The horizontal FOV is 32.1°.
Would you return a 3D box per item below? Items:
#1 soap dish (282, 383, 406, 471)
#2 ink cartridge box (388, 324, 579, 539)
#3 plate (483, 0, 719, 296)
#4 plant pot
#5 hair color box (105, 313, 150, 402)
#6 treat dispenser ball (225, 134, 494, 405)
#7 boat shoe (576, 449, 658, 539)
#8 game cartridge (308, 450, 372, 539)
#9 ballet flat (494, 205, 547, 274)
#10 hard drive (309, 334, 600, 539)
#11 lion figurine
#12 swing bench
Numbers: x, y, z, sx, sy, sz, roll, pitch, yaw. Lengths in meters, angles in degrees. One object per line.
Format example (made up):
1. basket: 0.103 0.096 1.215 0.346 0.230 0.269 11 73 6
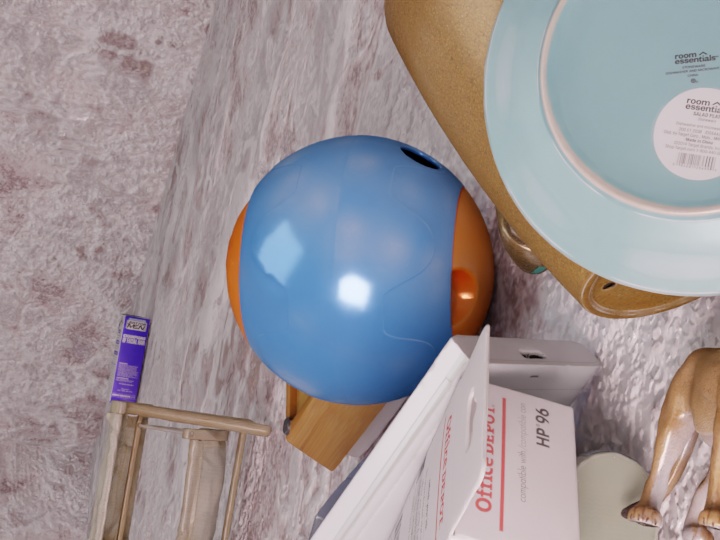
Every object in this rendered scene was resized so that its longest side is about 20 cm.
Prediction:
1. soap dish: -0.009 0.068 1.136 0.200 0.081 0.158 122 154 -49
2. ink cartridge box: 0.062 0.141 0.653 0.116 0.068 0.200 -81 8 -53
3. plate: 0.147 -0.089 0.550 0.026 0.200 0.201 21 -102 -67
4. plant pot: 0.128 -0.084 0.652 0.186 0.186 0.200 121 139 -50
5. hair color box: -0.528 0.201 2.847 0.109 0.065 0.200 179 100 -74
6. treat dispenser ball: 0.000 0.000 0.938 0.201 0.200 0.201 -169 90 -74
7. boat shoe: 0.118 0.198 0.666 0.072 0.070 0.201 117 164 -72
8. game cartridge: 0.011 0.187 0.895 0.200 0.041 0.133 -24 -51 -64
9. ballet flat: 0.116 -0.084 0.871 0.072 0.068 0.200 90 177 -60
10. hard drive: 0.048 0.124 0.757 0.026 0.132 0.200 49 118 35
11. lion figurine: 0.170 0.060 0.558 0.200 0.072 0.123 146 140 -73
12. swing bench: -0.232 0.271 1.546 0.130 0.200 0.199 168 112 -73
